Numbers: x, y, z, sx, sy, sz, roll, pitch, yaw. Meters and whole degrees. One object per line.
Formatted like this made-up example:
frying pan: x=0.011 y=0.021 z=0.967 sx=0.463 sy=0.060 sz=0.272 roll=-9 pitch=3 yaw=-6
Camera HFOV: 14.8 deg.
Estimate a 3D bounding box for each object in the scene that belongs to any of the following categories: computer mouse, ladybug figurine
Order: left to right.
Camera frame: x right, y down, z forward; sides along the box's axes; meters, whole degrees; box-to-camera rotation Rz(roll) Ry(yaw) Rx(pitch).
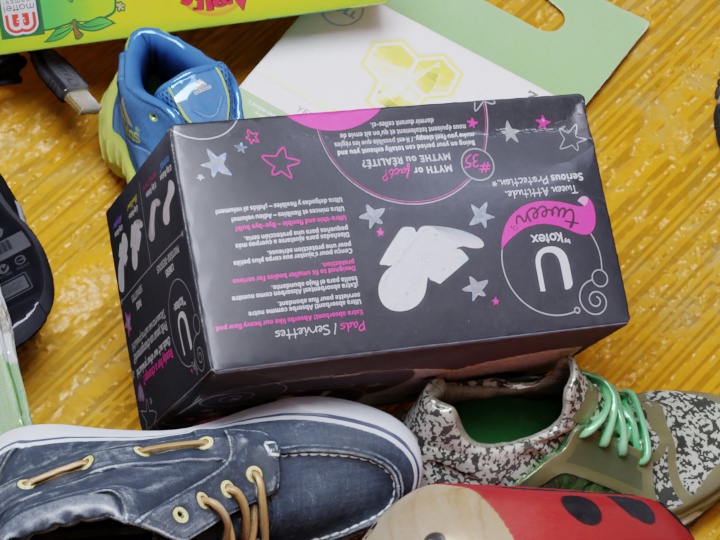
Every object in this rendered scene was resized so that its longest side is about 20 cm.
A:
computer mouse: x=-0.180 y=-0.035 z=1.377 sx=0.140 sy=0.046 sz=0.200 roll=-31 pitch=52 yaw=-10
ladybug figurine: x=0.078 y=0.131 z=1.202 sx=0.199 sy=0.135 sz=0.072 roll=7 pitch=86 yaw=-43

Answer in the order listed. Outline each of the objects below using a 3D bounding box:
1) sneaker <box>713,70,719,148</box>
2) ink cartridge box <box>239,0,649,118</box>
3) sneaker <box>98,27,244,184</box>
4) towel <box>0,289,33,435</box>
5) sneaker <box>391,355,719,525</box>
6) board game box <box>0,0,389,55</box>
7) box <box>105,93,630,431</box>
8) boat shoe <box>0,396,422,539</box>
sneaker: x=0.234 y=-0.061 z=1.408 sx=0.084 sy=0.077 sz=0.201 roll=2 pitch=62 yaw=-15
ink cartridge box: x=0.043 y=-0.106 z=1.436 sx=0.145 sy=0.048 sz=0.200 roll=29 pitch=62 yaw=17
sneaker: x=-0.077 y=-0.035 z=1.347 sx=0.075 sy=0.105 sz=0.200 roll=-24 pitch=60 yaw=-17
towel: x=-0.226 y=0.030 z=1.308 sx=0.149 sy=0.031 sz=0.201 roll=-33 pitch=58 yaw=22
sneaker: x=0.100 y=0.076 z=1.274 sx=0.199 sy=0.089 sz=0.077 roll=-5 pitch=56 yaw=-23
board game box: x=-0.091 y=-0.161 z=1.417 sx=0.199 sy=0.048 sz=0.102 roll=-8 pitch=25 yaw=-3
box: x=0.000 y=0.000 z=1.261 sx=0.199 sy=0.132 sz=0.115 roll=-5 pitch=76 yaw=-20
boat shoe: x=-0.064 y=0.107 z=1.182 sx=0.199 sy=0.071 sz=0.091 roll=-4 pitch=23 yaw=-11
